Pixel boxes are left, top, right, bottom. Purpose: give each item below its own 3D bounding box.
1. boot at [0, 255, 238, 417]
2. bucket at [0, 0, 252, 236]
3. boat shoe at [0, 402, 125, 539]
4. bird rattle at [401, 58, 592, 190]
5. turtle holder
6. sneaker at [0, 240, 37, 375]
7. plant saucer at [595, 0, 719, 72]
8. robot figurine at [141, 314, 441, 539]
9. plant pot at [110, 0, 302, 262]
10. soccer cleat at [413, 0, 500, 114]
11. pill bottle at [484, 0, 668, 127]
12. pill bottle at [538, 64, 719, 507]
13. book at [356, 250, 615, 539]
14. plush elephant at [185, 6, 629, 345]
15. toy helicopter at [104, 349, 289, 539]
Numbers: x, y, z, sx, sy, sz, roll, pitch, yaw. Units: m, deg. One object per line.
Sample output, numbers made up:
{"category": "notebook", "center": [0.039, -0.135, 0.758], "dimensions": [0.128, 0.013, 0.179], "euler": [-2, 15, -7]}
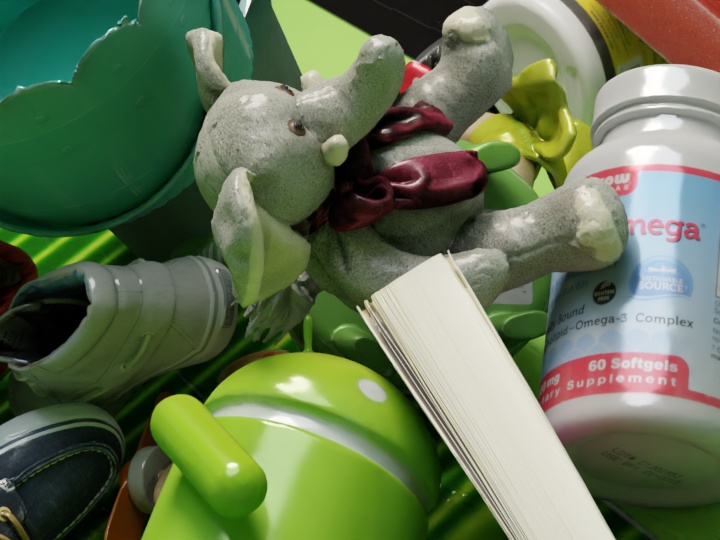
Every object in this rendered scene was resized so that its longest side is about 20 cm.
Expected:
{"category": "boot", "center": [-0.156, 0.036, 1.117], "dimensions": [0.095, 0.074, 0.200], "euler": [5, -24, -38]}
{"category": "bucket", "center": [-0.160, -0.124, 1.097], "dimensions": [0.207, 0.135, 0.208], "euler": [-10, 57, 17]}
{"category": "boat shoe", "center": [-0.184, 0.144, 1.050], "dimensions": [0.200, 0.071, 0.091], "euler": [-33, 37, -23]}
{"category": "bird rattle", "center": [0.045, -0.060, 1.295], "dimensions": [0.200, 0.113, 0.163], "euler": [7, 50, 35]}
{"category": "turtle holder", "center": [0.008, 0.008, 1.148], "dimensions": [0.185, 0.141, 0.132], "euler": [-28, -3, -14]}
{"category": "sneaker", "center": [-0.206, 0.021, 1.143], "dimensions": [0.085, 0.077, 0.200], "euler": [-33, -4, 1]}
{"category": "plant saucer", "center": [0.257, -0.173, 1.352], "dimensions": [0.200, 0.037, 0.200], "euler": [41, 46, 6]}
{"category": "robot figurine", "center": [-0.035, 0.124, 0.940], "dimensions": [0.116, 0.175, 0.200], "euler": [-3, 53, 40]}
{"category": "plant pot", "center": [-0.119, -0.106, 1.282], "dimensions": [0.200, 0.196, 0.201], "euler": [-10, 57, 15]}
{"category": "soccer cleat", "center": [0.084, -0.145, 1.472], "dimensions": [0.200, 0.068, 0.073], "euler": [-39, 16, -34]}
{"category": "pill bottle", "center": [0.181, -0.167, 1.414], "dimensions": [0.200, 0.112, 0.111], "euler": [-30, 34, -31]}
{"category": "pill bottle", "center": [0.147, 0.005, 1.045], "dimensions": [0.108, 0.109, 0.200], "euler": [-1, 62, 18]}
{"category": "book", "center": [0.078, 0.102, 0.917], "dimensions": [0.048, 0.134, 0.200], "euler": [-31, 43, -1]}
{"category": "plush elephant", "center": [-0.008, -0.051, 0.996], "dimensions": [0.200, 0.155, 0.165], "euler": [-31, 55, 14]}
{"category": "toy helicopter", "center": [-0.066, 0.091, 1.113], "dimensions": [0.132, 0.079, 0.200], "euler": [-18, 18, 7]}
